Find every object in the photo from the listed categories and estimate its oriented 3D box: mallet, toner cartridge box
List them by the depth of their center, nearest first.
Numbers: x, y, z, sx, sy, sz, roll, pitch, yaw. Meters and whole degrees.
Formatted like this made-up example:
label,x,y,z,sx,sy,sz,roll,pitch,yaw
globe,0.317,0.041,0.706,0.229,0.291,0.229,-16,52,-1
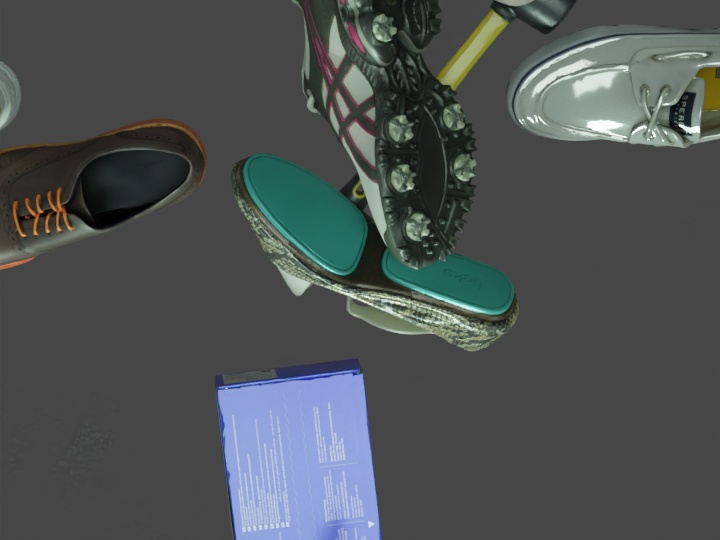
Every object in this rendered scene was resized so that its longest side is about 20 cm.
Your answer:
label,x,y,z,sx,sy,sz,roll,pitch,yaw
mallet,0.047,-0.125,1.456,0.200,0.041,0.066,-44,98,7
toner cartridge box,-0.035,0.161,1.488,0.095,0.043,0.200,-6,99,-2

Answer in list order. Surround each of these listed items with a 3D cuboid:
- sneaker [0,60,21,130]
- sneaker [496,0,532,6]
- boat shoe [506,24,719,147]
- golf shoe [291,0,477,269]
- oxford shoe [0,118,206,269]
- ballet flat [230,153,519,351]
label,x,y,z,sx,sy,sz,roll,pitch,yaw
sneaker,-0.308,-0.101,1.393,0.200,0.116,0.074,-4,101,-2
sneaker,0.142,-0.249,1.401,0.071,0.080,0.200,33,77,-7
boat shoe,0.192,-0.108,1.442,0.200,0.070,0.071,-4,120,-6
golf shoe,0.013,-0.098,1.426,0.077,0.088,0.200,-10,89,-40
oxford shoe,-0.192,-0.045,1.430,0.200,0.073,0.071,-21,100,0
ballet flat,0.000,0.000,1.455,0.200,0.068,0.075,26,139,-7
